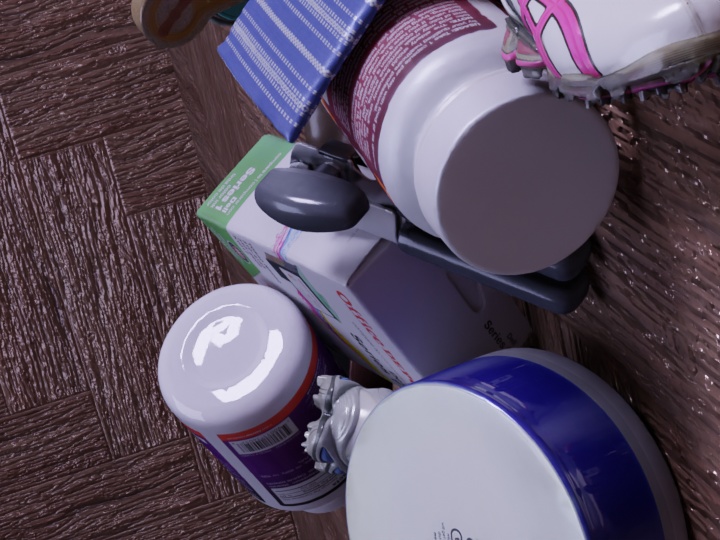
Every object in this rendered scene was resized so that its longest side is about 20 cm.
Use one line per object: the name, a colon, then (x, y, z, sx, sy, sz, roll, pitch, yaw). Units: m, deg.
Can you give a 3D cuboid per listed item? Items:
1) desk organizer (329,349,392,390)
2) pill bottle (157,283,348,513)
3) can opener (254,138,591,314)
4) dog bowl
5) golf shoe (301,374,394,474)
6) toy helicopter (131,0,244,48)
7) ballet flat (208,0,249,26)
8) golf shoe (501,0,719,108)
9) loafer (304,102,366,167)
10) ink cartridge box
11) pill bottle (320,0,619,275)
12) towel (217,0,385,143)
desk organizer: (-0.013, 0.007, 1.205, 0.072, 0.077, 0.201, 121, 152, -74)
pill bottle: (-0.060, 0.102, 1.087, 0.113, 0.112, 0.200, 65, -176, 37)
can opener: (0.031, -0.019, 0.856, 0.199, 0.067, 0.053, 23, 140, 26)
dog bowl: (0.084, 0.150, 0.854, 0.200, 0.079, 0.201, 18, 114, 45)
golf shoe: (0.036, 0.127, 1.048, 0.200, 0.097, 0.079, 33, -115, -67)
toy helicopter: (-0.051, -0.201, 0.912, 0.079, 0.200, 0.133, 46, 159, 41)
ballet flat: (-0.057, -0.256, 0.976, 0.200, 0.067, 0.064, -58, 33, 17)
golf shoe: (0.096, -0.119, 0.604, 0.200, 0.072, 0.092, -133, 29, -69)
loafer: (-0.007, -0.109, 1.033, 0.073, 0.071, 0.200, 14, 145, 55)
ink cartridge box: (0.000, 0.000, 1.016, 0.200, 0.084, 0.145, 25, 159, 53)
pill bottle: (0.051, -0.085, 0.789, 0.200, 0.114, 0.115, -122, 18, -57)
towel: (-0.002, -0.177, 0.822, 0.024, 0.200, 0.145, 28, -167, -30)
